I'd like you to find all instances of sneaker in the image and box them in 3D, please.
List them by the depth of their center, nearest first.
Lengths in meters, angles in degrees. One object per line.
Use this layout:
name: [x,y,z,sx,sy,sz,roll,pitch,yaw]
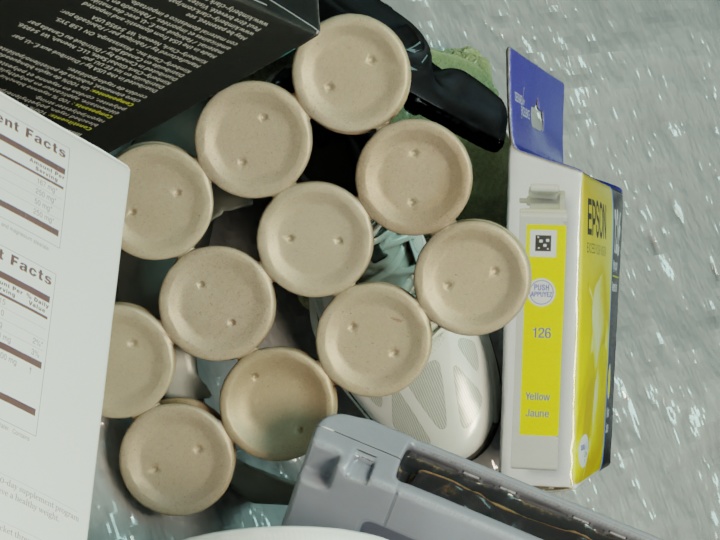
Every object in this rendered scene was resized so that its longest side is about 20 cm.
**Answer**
sneaker: [-0.001,0.000,1.177,0.201,0.076,0.115,65,6,2]

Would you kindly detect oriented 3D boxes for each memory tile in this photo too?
memory tile: [-0.040,0.000,1.115,0.153,0.200,0.017,58,5,-7]

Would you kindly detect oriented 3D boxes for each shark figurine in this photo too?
shark figurine: [-0.068,0.004,1.154,0.128,0.089,0.215,11,61,-46]

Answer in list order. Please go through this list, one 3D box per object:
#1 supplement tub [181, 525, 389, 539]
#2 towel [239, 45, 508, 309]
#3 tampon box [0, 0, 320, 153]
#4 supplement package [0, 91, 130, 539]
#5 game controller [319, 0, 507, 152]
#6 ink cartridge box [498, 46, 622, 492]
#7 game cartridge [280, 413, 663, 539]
supplement tub: [-0.031,0.215,1.037,0.140,0.140,0.200,22,55,-43]
towel: [0.019,-0.046,1.328,0.200,0.036,0.148,-3,74,-52]
tampon box: [-0.133,-0.136,1.052,0.126,0.200,0.150,21,54,-43]
supplement package: [-0.169,0.039,0.985,0.110,0.114,0.200,31,50,-36]
game controller: [-0.010,-0.112,1.219,0.104,0.042,0.200,37,3,-40]
ink cartridge box: [0.100,0.001,1.277,0.198,0.047,0.200,3,92,-78]
game cartridge: [0.058,0.145,1.125,0.200,0.133,0.042,22,49,3]
